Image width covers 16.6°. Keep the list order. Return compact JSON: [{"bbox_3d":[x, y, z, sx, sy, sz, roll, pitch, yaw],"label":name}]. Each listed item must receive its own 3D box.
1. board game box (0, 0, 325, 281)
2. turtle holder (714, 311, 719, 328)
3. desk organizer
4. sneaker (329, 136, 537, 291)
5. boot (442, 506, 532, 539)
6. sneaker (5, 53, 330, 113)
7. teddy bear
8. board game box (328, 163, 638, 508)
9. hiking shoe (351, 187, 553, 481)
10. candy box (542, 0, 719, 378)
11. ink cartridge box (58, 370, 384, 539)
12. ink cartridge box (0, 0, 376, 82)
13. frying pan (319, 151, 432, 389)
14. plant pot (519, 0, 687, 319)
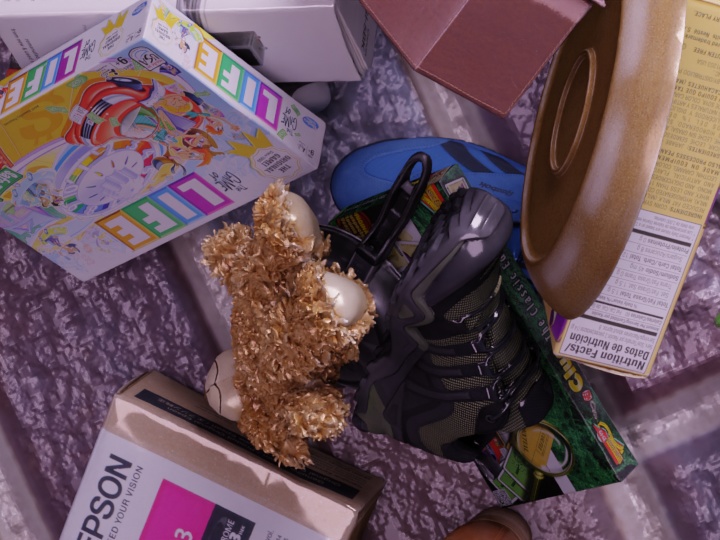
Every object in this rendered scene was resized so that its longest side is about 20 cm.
[{"bbox_3d":[-0.137,-0.070,1.391,0.200,0.034,0.134,-24,134,38],"label":"board game box"},{"bbox_3d":[0.297,0.012,1.337,0.132,0.141,0.186,38,65,-10],"label":"turtle holder"},{"bbox_3d":[0.033,-0.168,1.251,0.077,0.072,0.200,-52,41,16],"label":"desk organizer"},{"bbox_3d":[0.074,-0.030,1.401,0.200,0.078,0.066,16,103,12],"label":"sneaker"},{"bbox_3d":[0.035,0.234,1.406,0.077,0.155,0.200,34,106,6],"label":"boot"},{"bbox_3d":[-0.114,-0.128,1.434,0.199,0.077,0.082,6,93,12],"label":"sneaker"},{"bbox_3d":[-0.047,0.035,1.357,0.067,0.200,0.145,-25,85,-22],"label":"teddy bear"},{"bbox_3d":[0.068,0.040,1.397,0.105,0.023,0.200,-21,104,48],"label":"board game box"},{"bbox_3d":[0.065,0.034,1.318,0.100,0.076,0.200,25,143,4],"label":"hiking shoe"},{"bbox_3d":[0.148,-0.061,1.263,0.056,0.117,0.200,15,113,-9],"label":"candy box"},{"bbox_3d":[-0.099,0.186,1.475,0.164,0.075,0.200,23,104,8],"label":"ink cartridge box"},{"bbox_3d":[-0.093,-0.185,1.383,0.199,0.083,0.147,-1,65,13],"label":"ink cartridge box"},{"bbox_3d":[0.010,0.014,1.396,0.115,0.031,0.190,53,143,-7],"label":"frying pan"},{"bbox_3d":[0.115,-0.076,1.224,0.027,0.200,0.201,14,102,-8],"label":"plant pot"}]
